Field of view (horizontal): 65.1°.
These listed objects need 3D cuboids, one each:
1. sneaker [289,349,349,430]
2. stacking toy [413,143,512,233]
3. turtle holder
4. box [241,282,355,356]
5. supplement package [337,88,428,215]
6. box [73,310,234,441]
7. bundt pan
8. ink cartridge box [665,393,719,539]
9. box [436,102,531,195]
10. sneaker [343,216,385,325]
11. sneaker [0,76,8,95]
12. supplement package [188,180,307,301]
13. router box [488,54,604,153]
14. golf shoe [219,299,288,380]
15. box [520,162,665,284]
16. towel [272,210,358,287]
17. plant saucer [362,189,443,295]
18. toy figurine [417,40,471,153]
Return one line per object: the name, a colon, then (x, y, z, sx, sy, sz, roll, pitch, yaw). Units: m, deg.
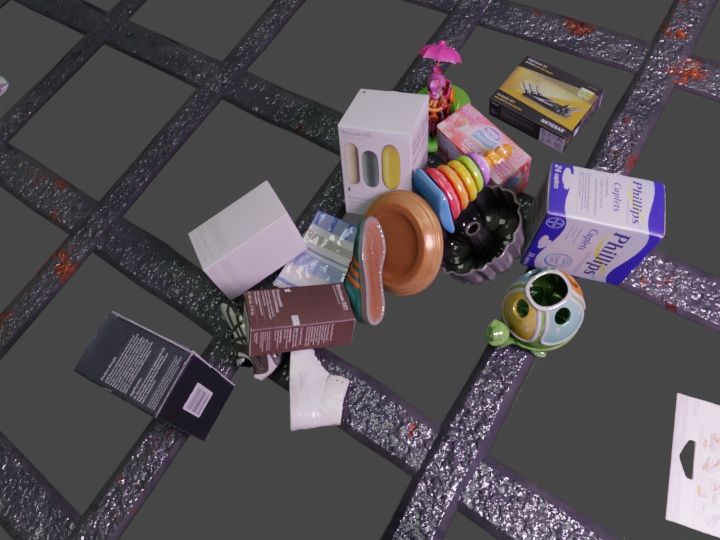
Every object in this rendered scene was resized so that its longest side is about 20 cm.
sneaker: (-0.078, 0.197, 1.056, 0.112, 0.075, 0.205, -1, 56, -8)
stacking toy: (0.207, -0.182, 1.075, 0.198, 0.117, 0.111, -35, 53, -3)
turtle holder: (0.307, 0.065, 1.002, 0.179, 0.133, 0.145, -5, 62, 8)
box: (-0.116, 0.089, 1.046, 0.194, 0.076, 0.101, -4, 43, -20)
supplement package: (0.051, -0.234, 1.145, 0.147, 0.204, 0.153, 10, 45, 16)
box: (-0.366, 0.196, 1.029, 0.192, 0.201, 0.126, 22, 69, 21)
bundt pan: (0.232, -0.060, 1.083, 0.198, 0.076, 0.206, -26, 44, 28)
ink cartridge box: (0.567, 0.315, 0.873, 0.171, 0.045, 0.205, 14, 66, 17)
box: (0.255, -0.239, 1.185, 0.094, 0.103, 0.201, -35, 61, -8)
sneaker: (0.000, 0.000, 1.088, 0.078, 0.070, 0.207, 5, 97, 42)
sneaker: (-1.064, -0.554, 1.633, 0.086, 0.076, 0.206, -6, 67, -6)
supplement package: (-0.230, -0.060, 1.165, 0.197, 0.121, 0.122, -34, 52, -3)
router box: (0.409, -0.373, 1.251, 0.198, 0.053, 0.158, 36, 74, 24)
golf shoe: (-0.231, 0.133, 1.107, 0.198, 0.078, 0.095, 36, 87, 35)
box: (0.406, -0.078, 1.010, 0.194, 0.185, 0.108, 11, 64, 5)
towel: (-0.079, -0.024, 1.186, 0.144, 0.024, 0.203, 24, 70, 20)
plant saucer: (0.069, -0.051, 1.091, 0.196, 0.037, 0.207, 7, 101, 40)
toy figurine: (0.165, -0.398, 1.237, 0.146, 0.185, 0.205, 10, 66, 16)
